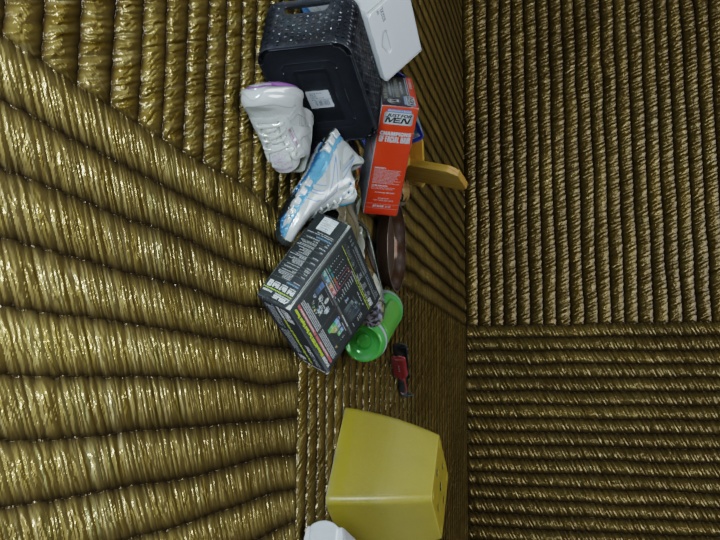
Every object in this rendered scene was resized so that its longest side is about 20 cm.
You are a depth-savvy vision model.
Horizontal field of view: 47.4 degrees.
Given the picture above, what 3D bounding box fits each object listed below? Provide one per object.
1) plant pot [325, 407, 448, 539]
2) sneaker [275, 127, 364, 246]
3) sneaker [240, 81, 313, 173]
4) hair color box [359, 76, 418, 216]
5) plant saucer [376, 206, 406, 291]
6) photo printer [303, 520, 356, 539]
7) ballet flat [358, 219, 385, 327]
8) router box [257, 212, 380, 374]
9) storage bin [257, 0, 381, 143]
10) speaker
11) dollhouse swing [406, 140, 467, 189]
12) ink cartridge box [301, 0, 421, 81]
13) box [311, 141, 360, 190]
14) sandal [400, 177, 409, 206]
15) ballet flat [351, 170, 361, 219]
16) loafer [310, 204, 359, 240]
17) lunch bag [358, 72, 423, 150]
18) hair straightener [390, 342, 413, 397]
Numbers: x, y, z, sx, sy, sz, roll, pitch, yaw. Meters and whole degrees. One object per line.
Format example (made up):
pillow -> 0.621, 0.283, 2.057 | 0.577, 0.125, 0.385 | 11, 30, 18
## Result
plant pot -> 0.059, 0.386, 1.473 | 0.201, 0.175, 0.201 | -76, 159, -46
sneaker -> -0.051, -0.110, 1.185 | 0.075, 0.086, 0.201 | -28, -149, 60
sneaker -> -0.104, -0.190, 1.109 | 0.200, 0.074, 0.100 | 30, 59, -73
hair color box -> 0.044, -0.204, 1.349 | 0.111, 0.063, 0.201 | -95, -169, -51
plant saucer -> 0.068, -0.053, 1.832 | 0.200, 0.034, 0.202 | -1, 90, -76
photo printer -> -0.040, 0.497, 1.283 | 0.200, 0.069, 0.167 | 65, 27, -58
ballet flat -> 0.000, 0.000, 1.446 | 0.072, 0.072, 0.202 | 29, 46, -73
router box -> -0.054, 0.037, 1.185 | 0.150, 0.062, 0.200 | -55, 150, -21
storage bin -> -0.054, -0.285, 1.192 | 0.200, 0.134, 0.094 | 66, 26, -55
speaker -> 0.026, 0.101, 1.562 | 0.200, 0.088, 0.089 | -52, 138, -68
dollhouse swing -> 0.149, -0.284, 1.893 | 0.200, 0.174, 0.183 | 27, 61, -71
ink cartridge box -> -0.010, -0.405, 1.253 | 0.084, 0.200, 0.145 | -42, 150, -10
box -> -0.043, -0.213, 1.420 | 0.201, 0.039, 0.138 | 72, 21, -47
sandal -> 0.091, -0.185, 1.905 | 0.200, 0.054, 0.081 | -1, 89, -75
ballet flat -> -0.026, -0.125, 1.371 | 0.064, 0.067, 0.201 | -42, 146, -25
loafer -> -0.052, -0.090, 1.313 | 0.068, 0.076, 0.201 | -55, 150, -32
lunch bag -> 0.025, -0.312, 1.487 | 0.201, 0.127, 0.170 | 60, 4, -11
hair straightener -> 0.105, 0.231, 1.934 | 0.201, 0.041, 0.077 | 72, 22, -47
